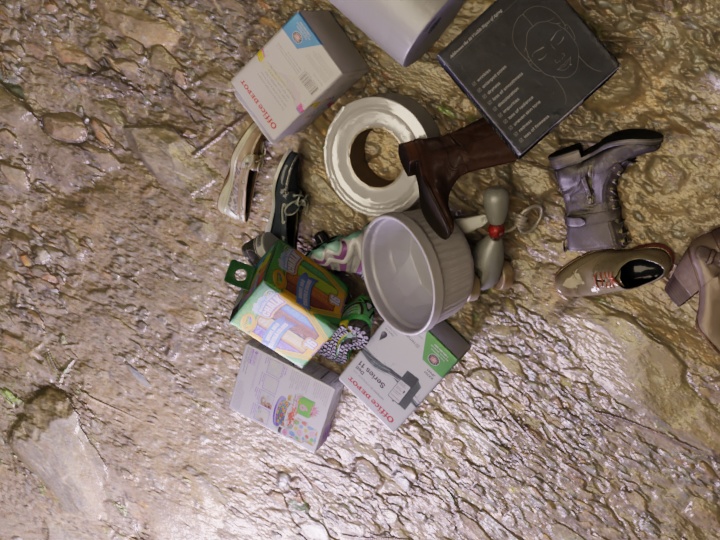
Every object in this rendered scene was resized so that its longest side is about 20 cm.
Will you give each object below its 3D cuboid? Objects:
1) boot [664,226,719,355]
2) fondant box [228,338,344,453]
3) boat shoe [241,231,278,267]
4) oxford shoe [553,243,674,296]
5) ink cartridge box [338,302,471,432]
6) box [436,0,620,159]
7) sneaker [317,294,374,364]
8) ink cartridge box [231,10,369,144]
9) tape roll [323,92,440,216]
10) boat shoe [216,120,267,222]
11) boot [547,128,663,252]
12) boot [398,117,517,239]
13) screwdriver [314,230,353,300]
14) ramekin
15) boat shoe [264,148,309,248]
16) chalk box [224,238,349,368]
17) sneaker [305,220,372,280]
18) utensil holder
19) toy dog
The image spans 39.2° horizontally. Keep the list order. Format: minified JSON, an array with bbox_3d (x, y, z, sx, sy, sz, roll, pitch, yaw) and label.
[{"bbox_3d":[0.570,0.037,1.549,0.200,0.070,0.146,47,115,5],"label":"boot"},{"bbox_3d":[-0.140,0.233,1.922,0.197,0.058,0.147,25,113,17],"label":"fondant box"},{"bbox_3d":[-0.136,0.013,1.828,0.063,0.071,0.201,-21,121,33],"label":"boat shoe"},{"bbox_3d":[0.396,0.003,1.612,0.197,0.075,0.072,-18,98,27],"label":"oxford shoe"},{"bbox_3d":[0.076,0.163,1.792,0.146,0.083,0.201,42,117,8],"label":"ink cartridge box"},{"bbox_3d":[0.253,-0.311,1.535,0.199,0.124,0.197,-40,88,8],"label":"box"},{"bbox_3d":[-0.028,0.107,1.815,0.078,0.086,0.199,35,147,-16],"label":"sneaker"},{"bbox_3d":[-0.110,-0.325,1.716,0.199,0.125,0.129,-38,88,27],"label":"ink cartridge box"},{"bbox_3d":[0.038,-0.197,1.718,0.199,0.071,0.207,7,107,22],"label":"tape roll"},{"bbox_3d":[-0.202,-0.181,1.833,0.062,0.073,0.202,29,125,7],"label":"boat shoe"},{"bbox_3d":[0.396,-0.120,1.592,0.197,0.069,0.177,-12,105,30],"label":"boot"},{"bbox_3d":[0.180,-0.156,1.600,0.064,0.196,0.189,106,145,-63],"label":"boot"},{"bbox_3d":[-0.029,0.020,1.835,0.028,0.029,0.202,-26,96,27],"label":"screwdriver"},{"bbox_3d":[0.097,-0.005,1.656,0.199,0.104,0.204,31,130,46],"label":"ramekin"},{"bbox_3d":[-0.127,-0.115,1.811,0.061,0.075,0.203,21,113,18],"label":"boat shoe"},{"bbox_3d":[-0.137,0.044,1.725,0.198,0.126,0.124,34,126,-15],"label":"chalk box"},{"bbox_3d":[0.000,0.000,1.775,0.197,0.078,0.142,-22,99,16],"label":"sneaker"},{"bbox_3d":[0.047,-0.447,1.594,0.200,0.170,0.171,42,116,4],"label":"utensil holder"},{"bbox_3d":[0.204,-0.050,1.675,0.096,0.130,0.203,42,117,48],"label":"toy dog"}]
